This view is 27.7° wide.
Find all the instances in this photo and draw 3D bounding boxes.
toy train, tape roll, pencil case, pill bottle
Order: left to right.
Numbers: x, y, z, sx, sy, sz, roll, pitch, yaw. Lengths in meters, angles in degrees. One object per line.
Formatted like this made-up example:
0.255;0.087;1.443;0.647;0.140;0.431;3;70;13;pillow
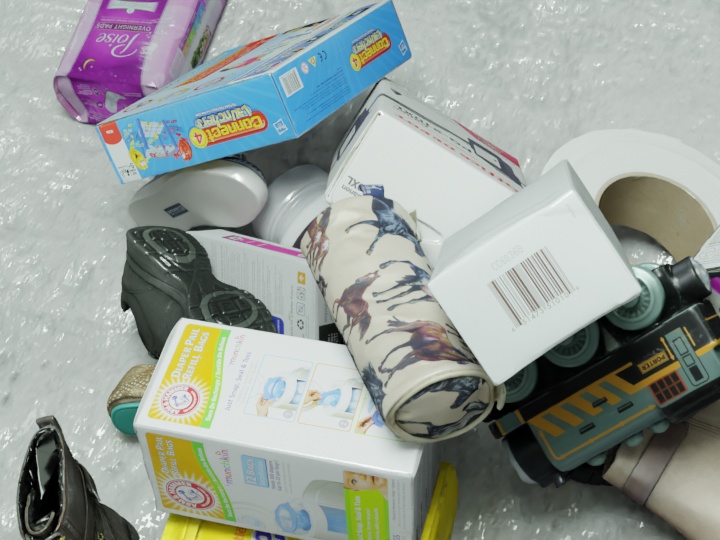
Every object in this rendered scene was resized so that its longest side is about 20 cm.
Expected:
0.000;0.000;1.218;0.111;0.111;0.200;-38;58;-13;pill bottle
0.028;0.030;1.000;0.089;0.078;0.200;-23;47;-3;pencil case
0.173;0.073;1.040;0.200;0.085;0.114;-33;78;19;toy train
0.225;-0.018;1.167;0.202;0.071;0.203;8;52;-10;tape roll

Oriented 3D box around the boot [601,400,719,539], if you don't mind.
0.247;0.172;1.063;0.146;0.070;0.200;23;50;1;boot

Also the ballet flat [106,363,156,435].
-0.110;0.099;1.208;0.200;0.071;0.065;1;44;8;ballet flat

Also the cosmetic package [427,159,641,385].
0.114;-0.005;0.971;0.113;0.200;0.081;-34;93;12;cosmetic package

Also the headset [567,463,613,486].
0.154;0.094;1.139;0.200;0.094;0.124;9;59;3;headset

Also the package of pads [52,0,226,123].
-0.212;-0.238;1.435;0.120;0.076;0.200;6;59;18;package of pads

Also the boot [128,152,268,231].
-0.129;-0.088;1.276;0.200;0.073;0.090;-7;44;53;boot

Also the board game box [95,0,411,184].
-0.088;-0.152;1.236;0.196;0.056;0.200;-11;19;36;board game box

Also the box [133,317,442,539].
-0.047;0.120;1.048;0.200;0.113;0.101;9;49;11;box

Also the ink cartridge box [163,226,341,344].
-0.093;0.022;1.215;0.200;0.095;0.037;14;19;42;ink cartridge box

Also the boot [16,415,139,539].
-0.212;0.228;1.077;0.069;0.174;0.200;-13;56;3;boot

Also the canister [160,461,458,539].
-0.037;0.198;1.116;0.200;0.087;0.149;8;58;14;canister

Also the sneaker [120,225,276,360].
-0.135;0.046;1.189;0.076;0.091;0.200;-1;34;-37;sneaker

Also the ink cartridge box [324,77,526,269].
0.055;-0.074;1.176;0.145;0.200;0.084;31;104;-7;ink cartridge box

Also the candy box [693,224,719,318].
0.335;-0.001;1.105;0.061;0.136;0.200;-9;27;48;candy box
